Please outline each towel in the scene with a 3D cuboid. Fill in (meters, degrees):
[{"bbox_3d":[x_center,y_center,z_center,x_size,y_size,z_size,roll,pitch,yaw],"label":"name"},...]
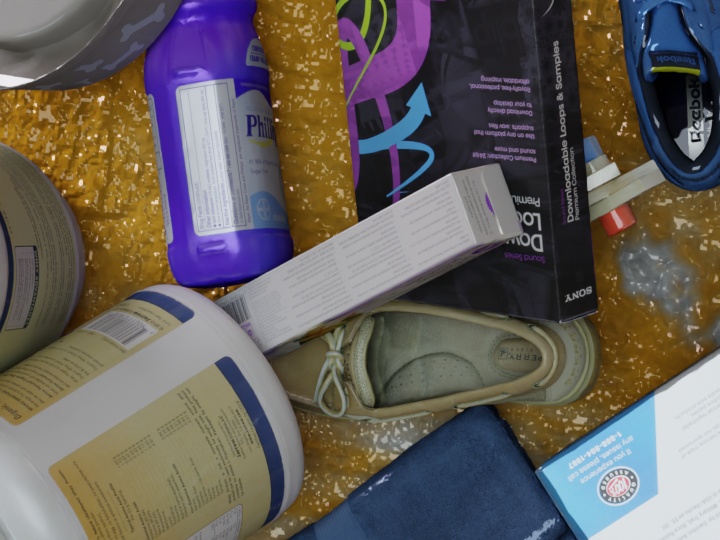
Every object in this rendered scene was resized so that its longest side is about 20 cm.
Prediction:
[{"bbox_3d":[0.019,0.166,1.531,0.200,0.049,0.112,-38,54,10],"label":"towel"}]

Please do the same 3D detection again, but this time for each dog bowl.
[{"bbox_3d":[-0.167,-0.189,1.526,0.200,0.059,0.201,-8,75,33],"label":"dog bowl"}]

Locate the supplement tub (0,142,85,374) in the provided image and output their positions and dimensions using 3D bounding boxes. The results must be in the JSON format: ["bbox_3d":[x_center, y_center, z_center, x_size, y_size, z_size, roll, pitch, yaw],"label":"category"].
[{"bbox_3d":[-0.232,-0.002,1.507,0.145,0.200,0.145,0,91,11],"label":"supplement tub"}]

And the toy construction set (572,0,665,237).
[{"bbox_3d":[0.087,-0.098,1.497,0.131,0.092,0.200,-29,73,23],"label":"toy construction set"}]

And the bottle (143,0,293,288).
[{"bbox_3d":[-0.081,-0.091,1.535,0.065,0.084,0.201,-9,86,11],"label":"bottle"}]

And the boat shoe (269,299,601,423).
[{"bbox_3d":[0.027,0.046,1.507,0.200,0.063,0.073,2,89,31],"label":"boat shoe"}]

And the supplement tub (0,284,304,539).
[{"bbox_3d":[-0.145,0.111,1.480,0.200,0.144,0.145,-32,85,-29],"label":"supplement tub"}]

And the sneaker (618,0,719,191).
[{"bbox_3d":[0.167,-0.141,1.491,0.066,0.078,0.201,-10,89,13],"label":"sneaker"}]

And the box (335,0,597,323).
[{"bbox_3d":[0.051,-0.078,1.447,0.143,0.036,0.201,7,110,45],"label":"box"}]

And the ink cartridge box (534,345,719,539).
[{"bbox_3d":[0.208,0.147,1.488,0.145,0.084,0.200,-34,85,9],"label":"ink cartridge box"}]

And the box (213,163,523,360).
[{"bbox_3d":[0.000,0.000,1.463,0.200,0.039,0.042,-29,79,43],"label":"box"}]
